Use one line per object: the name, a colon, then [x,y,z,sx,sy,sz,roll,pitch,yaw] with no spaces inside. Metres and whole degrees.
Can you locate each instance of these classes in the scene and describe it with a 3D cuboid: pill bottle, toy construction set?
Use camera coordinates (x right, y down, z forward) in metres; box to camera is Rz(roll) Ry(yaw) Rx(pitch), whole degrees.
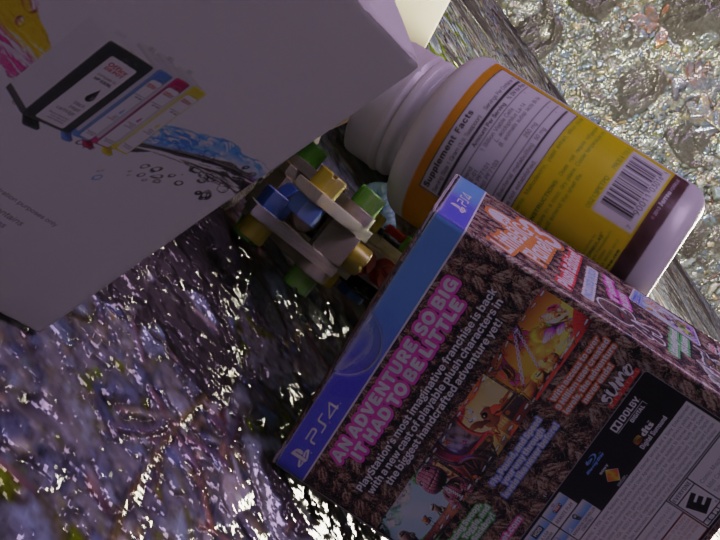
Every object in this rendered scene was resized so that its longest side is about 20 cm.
pill bottle: [0.092,-0.051,0.715,0.200,0.110,0.109,34,14,12]
toy construction set: [0.000,0.000,0.744,0.200,0.092,0.131,55,-7,-31]

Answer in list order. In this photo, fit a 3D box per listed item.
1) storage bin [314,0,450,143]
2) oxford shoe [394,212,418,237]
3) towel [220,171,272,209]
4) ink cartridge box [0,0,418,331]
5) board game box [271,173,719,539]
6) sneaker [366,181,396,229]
storage bin: [-0.027,-0.234,0.896,0.199,0.093,0.200,60,-21,13]
oxford shoe: [0.071,0.028,0.824,0.058,0.075,0.201,-12,94,-44]
towel: [-0.046,-0.143,0.629,0.148,0.036,0.201,-45,144,-43]
ink cartridge box: [-0.109,-0.108,0.462,0.145,0.200,0.148,38,25,-46]
board game box: [0.086,0.076,0.627,0.200,0.160,0.097,34,19,2]
sneaker: [0.024,-0.028,0.929,0.082,0.074,0.200,29,19,11]
